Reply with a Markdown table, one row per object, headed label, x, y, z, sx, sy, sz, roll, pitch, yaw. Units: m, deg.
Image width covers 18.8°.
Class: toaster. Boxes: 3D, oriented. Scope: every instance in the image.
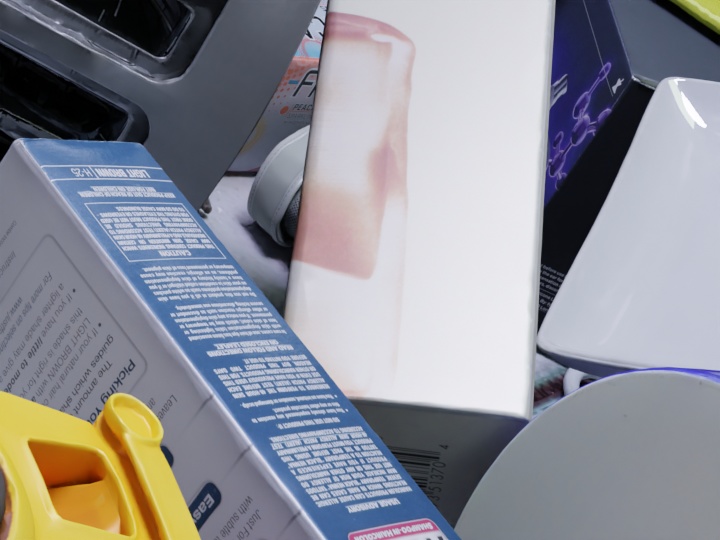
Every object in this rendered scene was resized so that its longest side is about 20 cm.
| label | x | y | z | sx | sy | sz | roll | pitch | yaw |
| --- | --- | --- | --- | --- | --- | --- | --- | --- | --- |
| toaster | -0.107 | -0.108 | 0.813 | 0.200 | 0.181 | 0.119 | 28 | 30 | -13 |

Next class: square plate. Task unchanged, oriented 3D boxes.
| label | x | y | z | sx | sy | sz | roll | pitch | yaw |
| --- | --- | --- | --- | --- | --- | --- | --- | --- | --- |
| square plate | 0.183 | -0.001 | 0.782 | 0.198 | 0.028 | 0.200 | 10 | 36 | 17 |

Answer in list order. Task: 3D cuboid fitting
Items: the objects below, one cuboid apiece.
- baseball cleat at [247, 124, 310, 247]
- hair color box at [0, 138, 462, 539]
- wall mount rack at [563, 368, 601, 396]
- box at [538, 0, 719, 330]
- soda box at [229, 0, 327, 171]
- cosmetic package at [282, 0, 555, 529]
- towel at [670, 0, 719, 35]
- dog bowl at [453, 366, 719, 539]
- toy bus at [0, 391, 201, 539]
| label | x | y | z | sx | sy | sz | roll | pitch | yaw |
| --- | --- | --- | --- | --- | --- | --- | --- | --- | --- |
| baseball cleat | 0.000 | 0.000 | 0.907 | 0.106 | 0.070 | 0.200 | 16 | 26 | -4 |
| hair color box | -0.058 | 0.061 | 0.675 | 0.060 | 0.100 | 0.200 | -2 | 45 | -51 |
| wall mount rack | 0.171 | 0.094 | 0.927 | 0.200 | 0.075 | 0.174 | 40 | 27 | 11 |
| box | 0.109 | -0.070 | 1.048 | 0.079 | 0.141 | 0.200 | 27 | 27 | -18 |
| soda box | -0.027 | -0.089 | 0.997 | 0.200 | 0.068 | 0.064 | -2 | 45 | -51 |
| cosmetic package | 0.019 | -0.007 | 0.784 | 0.087 | 0.103 | 0.200 | 7 | 52 | 1 |
| towel | 0.136 | -0.155 | 1.048 | 0.200 | 0.018 | 0.086 | 32 | 32 | -2 |
| dog bowl | 0.109 | 0.130 | 0.650 | 0.079 | 0.200 | 0.200 | 10 | 36 | -39 |
| toy bus | -0.080 | 0.121 | 0.509 | 0.192 | 0.136 | 0.200 | 15 | 34 | -36 |
